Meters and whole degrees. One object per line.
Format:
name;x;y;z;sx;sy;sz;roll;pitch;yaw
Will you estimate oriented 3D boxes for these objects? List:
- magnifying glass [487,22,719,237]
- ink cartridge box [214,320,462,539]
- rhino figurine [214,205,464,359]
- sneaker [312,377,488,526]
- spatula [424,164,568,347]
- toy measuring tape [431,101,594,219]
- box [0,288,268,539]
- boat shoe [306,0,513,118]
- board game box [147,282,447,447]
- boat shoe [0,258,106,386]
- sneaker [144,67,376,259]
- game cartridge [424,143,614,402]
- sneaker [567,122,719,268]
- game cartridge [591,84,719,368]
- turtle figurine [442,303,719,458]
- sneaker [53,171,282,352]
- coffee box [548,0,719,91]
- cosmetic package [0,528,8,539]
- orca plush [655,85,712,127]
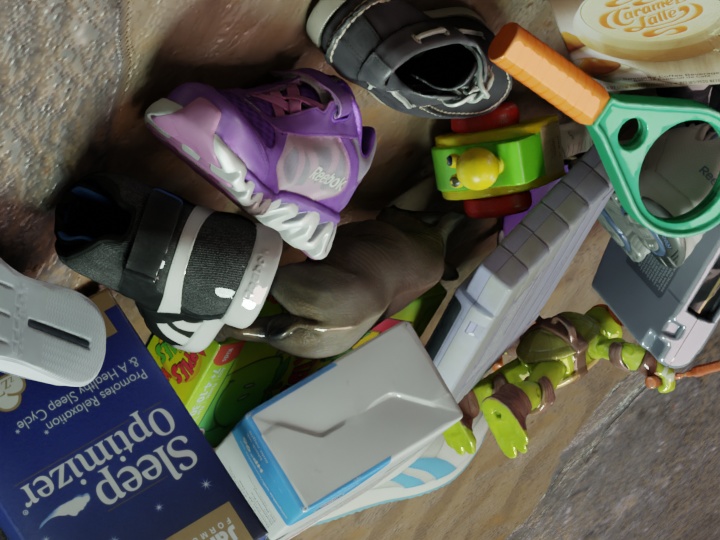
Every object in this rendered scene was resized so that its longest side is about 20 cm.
magnifying glass;0.148;-0.083;1.551;0.199;0.022;0.080;32;95;-33
ink cartridge box;-0.027;0.108;1.604;0.116;0.068;0.200;-29;173;-21
rhino figurine;0.000;0.000;1.583;0.200;0.087;0.060;-30;126;-52
sneaker;0.019;0.104;1.805;0.199;0.077;0.081;-22;146;-39
spatula;0.079;0.009;1.767;0.200;0.020;0.057;-54;158;-18
toy measuring tape;0.090;-0.072;1.660;0.074;0.074;0.200;-51;170;20
box;-0.135;0.121;1.472;0.121;0.201;0.032;-30;168;-23
boat shoe;0.040;-0.109;1.513;0.073;0.063;0.200;-47;154;12
board game box;-0.047;0.049;1.657;0.199;0.048;0.102;-12;141;-46
boat shoe;-0.208;0.019;1.369;0.062;0.073;0.200;-5;158;31
sneaker;-0.045;-0.074;1.446;0.089;0.080;0.200;-49;159;3
game cartridge;0.089;0.014;1.669;0.130;0.038;0.200;-40;167;-30
sneaker;0.193;-0.054;1.710;0.087;0.075;0.200;-39;-165;-5
game cartridge;0.226;-0.049;1.749;0.040;0.133;0.201;23;106;-28
turtle figurine;0.133;0.062;1.786;0.161;0.199;0.065;-35;123;-37
sneaker;-0.115;-0.012;1.456;0.200;0.111;0.074;156;-44;-73
coffee box;0.159;-0.177;1.496;0.114;0.080;0.200;-4;158;14
cosmetic package;-0.200;0.212;1.563;0.199;0.165;0.165;-3;136;-52
orca plush;0.189;-0.157;1.679;0.200;0.071;0.106;85;12;-71
